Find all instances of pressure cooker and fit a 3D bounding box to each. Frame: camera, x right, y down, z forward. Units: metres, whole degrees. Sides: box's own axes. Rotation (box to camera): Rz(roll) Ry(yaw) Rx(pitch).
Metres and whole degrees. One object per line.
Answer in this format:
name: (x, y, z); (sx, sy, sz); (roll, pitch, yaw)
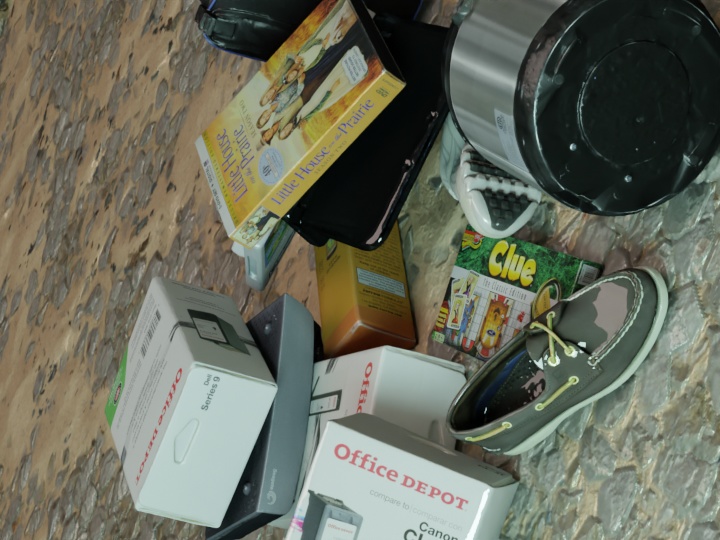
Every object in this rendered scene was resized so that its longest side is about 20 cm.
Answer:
pressure cooker: (0.154, -0.145, 1.398); (0.200, 0.178, 0.177); (37, 111, 63)

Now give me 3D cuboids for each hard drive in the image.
hard drive: (-0.088, 0.133, 1.686); (0.135, 0.042, 0.201); (-37, 41, 56)

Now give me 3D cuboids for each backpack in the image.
backpack: (-0.045, -0.294, 1.879); (0.183, 0.199, 0.147); (-56, 27, 34)

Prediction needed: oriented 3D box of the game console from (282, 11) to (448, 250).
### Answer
game console: (0.026, -0.108, 1.650); (0.201, 0.116, 0.176); (-63, -17, -5)

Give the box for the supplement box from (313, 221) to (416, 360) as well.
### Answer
supplement box: (0.000, 0.000, 1.760); (0.067, 0.069, 0.201); (-50, 35, 38)

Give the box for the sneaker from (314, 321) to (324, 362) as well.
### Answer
sneaker: (-0.056, 0.121, 1.793); (0.100, 0.069, 0.201); (-53, 32, 31)

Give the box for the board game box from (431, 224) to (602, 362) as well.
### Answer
board game box: (0.122, 0.027, 1.541); (0.200, 0.023, 0.105); (20, 91, 65)

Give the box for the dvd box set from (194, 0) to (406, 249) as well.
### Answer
dvd box set: (-0.056, -0.133, 1.628); (0.200, 0.029, 0.147); (-45, 38, 19)

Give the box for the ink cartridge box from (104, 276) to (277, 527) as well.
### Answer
ink cartridge box: (-0.154, 0.114, 1.687); (0.146, 0.084, 0.200); (-67, 22, 15)

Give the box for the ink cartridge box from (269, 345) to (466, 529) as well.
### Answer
ink cartridge box: (-0.001, 0.151, 1.640); (0.200, 0.084, 0.147); (-21, 56, 62)

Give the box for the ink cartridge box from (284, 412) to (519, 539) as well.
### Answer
ink cartridge box: (0.016, 0.229, 1.471); (0.201, 0.147, 0.086); (-72, -17, 6)

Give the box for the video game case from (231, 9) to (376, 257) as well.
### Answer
video game case: (-0.052, -0.131, 1.803); (0.200, 0.023, 0.182); (-60, -5, -51)

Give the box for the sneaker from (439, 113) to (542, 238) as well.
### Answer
sneaker: (0.103, -0.082, 1.602); (0.200, 0.075, 0.081); (-94, 23, -53)

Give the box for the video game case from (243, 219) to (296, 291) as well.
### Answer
video game case: (-0.053, -0.088, 1.770); (0.201, 0.022, 0.182); (-61, -4, -12)

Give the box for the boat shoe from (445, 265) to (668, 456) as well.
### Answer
boat shoe: (0.142, 0.067, 1.398); (0.201, 0.060, 0.072); (-48, 49, 31)
